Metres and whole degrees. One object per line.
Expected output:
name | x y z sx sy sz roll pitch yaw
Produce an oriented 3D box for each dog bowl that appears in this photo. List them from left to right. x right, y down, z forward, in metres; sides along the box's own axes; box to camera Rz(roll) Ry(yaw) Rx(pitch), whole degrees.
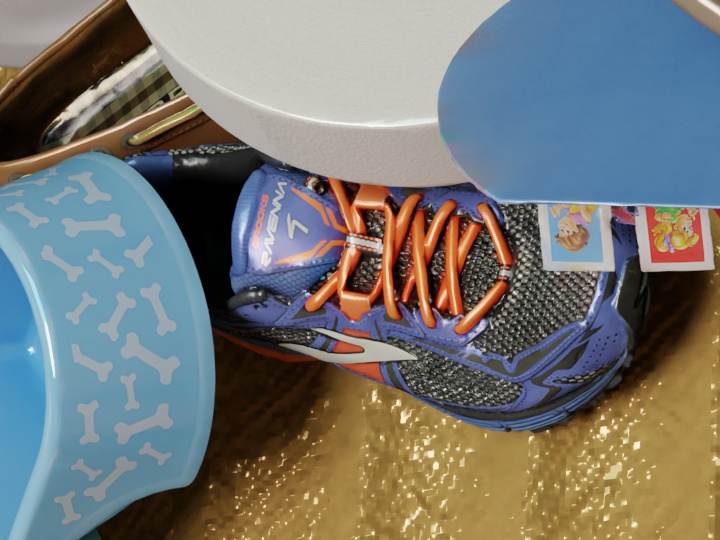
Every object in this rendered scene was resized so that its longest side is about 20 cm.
dog bowl | -0.108 0.057 0.869 0.112 0.050 0.200 52 136 34

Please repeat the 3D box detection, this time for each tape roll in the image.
tape roll | 0.023 -0.118 0.820 0.202 0.037 0.203 -7 62 13

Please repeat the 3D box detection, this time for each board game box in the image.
board game box | 0.121 -0.037 0.688 0.200 0.039 0.158 2 31 21

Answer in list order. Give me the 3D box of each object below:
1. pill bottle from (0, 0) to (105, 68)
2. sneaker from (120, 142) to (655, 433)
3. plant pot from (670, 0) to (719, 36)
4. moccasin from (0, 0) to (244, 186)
pill bottle | -0.119 -0.180 0.974 0.112 0.112 0.200 -28 58 32
sneaker | 0.000 0.000 0.826 0.200 0.078 0.075 4 78 43
plant pot | 0.157 -0.162 0.657 0.200 0.175 0.201 20 127 29
moccasin | -0.042 -0.087 0.892 0.201 0.078 0.074 -33 52 22
